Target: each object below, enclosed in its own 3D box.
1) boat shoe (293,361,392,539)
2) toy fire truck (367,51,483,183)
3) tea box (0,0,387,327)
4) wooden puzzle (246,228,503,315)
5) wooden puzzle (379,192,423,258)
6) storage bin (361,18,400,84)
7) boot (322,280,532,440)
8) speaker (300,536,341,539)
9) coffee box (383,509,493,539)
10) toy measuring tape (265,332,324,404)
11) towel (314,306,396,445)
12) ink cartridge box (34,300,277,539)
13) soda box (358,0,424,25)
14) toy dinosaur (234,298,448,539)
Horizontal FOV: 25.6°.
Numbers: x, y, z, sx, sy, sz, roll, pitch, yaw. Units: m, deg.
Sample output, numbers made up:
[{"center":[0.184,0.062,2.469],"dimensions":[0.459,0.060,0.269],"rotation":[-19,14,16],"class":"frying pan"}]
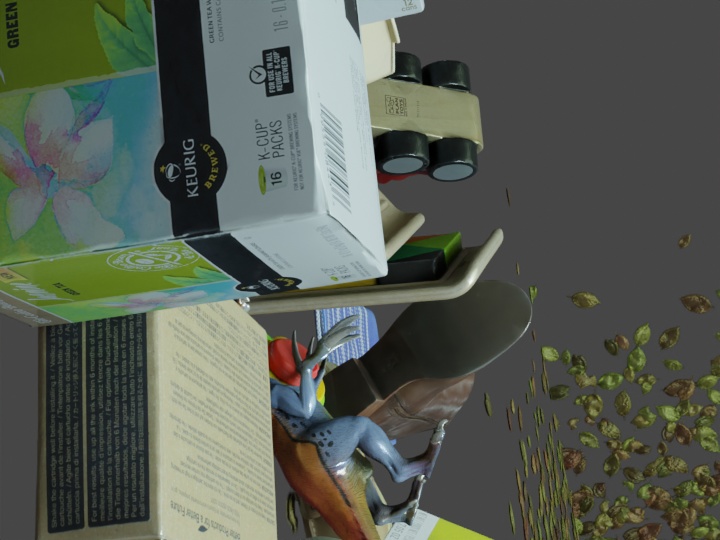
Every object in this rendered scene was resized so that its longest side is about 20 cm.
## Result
[{"center":[-0.026,0.165,1.256],"dimensions":[0.065,0.071,0.202],"rotation":[41,32,-65],"class":"boat shoe"},{"center":[-0.011,-0.124,1.399],"dimensions":[0.200,0.174,0.130],"rotation":[-34,-124,56],"class":"toy fire truck"},{"center":[-0.101,-0.092,0.755],"dimensions":[0.134,0.194,0.203],"rotation":[40,41,-73],"class":"tea box"},{"center":[0.000,0.000,1.159],"dimensions":[0.185,0.197,0.038],"rotation":[-42,121,-76],"class":"wooden puzzle"},{"center":[-0.050,-0.079,1.113],"dimensions":[0.200,0.037,0.185],"rotation":[42,14,1],"class":"wooden puzzle"},{"center":[-0.061,-0.252,1.148],"dimensions":[0.201,0.093,0.200],"rotation":[-120,-170,-51],"class":"storage bin"},{"center":[0.067,0.076,1.218],"dimensions":[0.065,0.185,0.200],"rotation":[68,14,18],"class":"boot"},{"center":[-0.048,0.231,1.061],"dimensions":[0.200,0.080,0.082],"rotation":[4,77,-78],"class":"speaker"},{"center":[0.069,0.316,1.053],"dimensions":[0.200,0.196,0.202],"rotation":[-46,154,-62],"class":"coffee box"},{"center":[-0.065,0.100,1.086],"dimensions":[0.200,0.073,0.074],"rotation":[-69,149,-66],"class":"toy measuring tape"},{"center":[-0.005,0.095,1.496],"dimensions":[0.200,0.024,0.147],"rotation":[32,50,-74],"class":"towel"},{"center":[-0.109,0.089,0.886],"dimensions":[0.200,0.074,0.167],"rotation":[54,31,-67],"class":"ink cartridge box"},{"center":[-0.063,-0.185,0.992],"dimensions":[0.064,0.197,0.069],"rotation":[-90,166,-48],"class":"soda box"},{"center":[-0.038,0.093,1.001],"dimensions":[0.106,0.179,0.201],"rotation":[106,5,-49],"class":"toy dinosaur"}]
